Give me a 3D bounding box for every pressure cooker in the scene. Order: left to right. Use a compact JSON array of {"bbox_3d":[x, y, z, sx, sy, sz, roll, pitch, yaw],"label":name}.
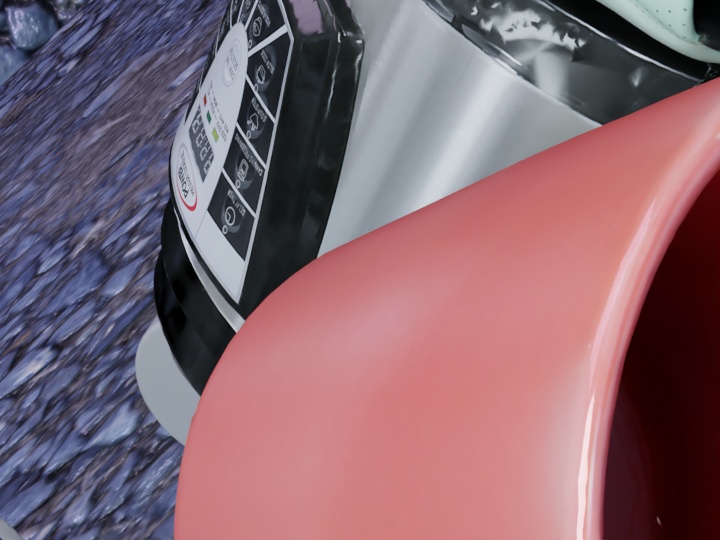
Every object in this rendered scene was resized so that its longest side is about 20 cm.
[{"bbox_3d":[0.039,-0.014,0.829,0.176,0.178,0.201,-26,-30,-54],"label":"pressure cooker"}]

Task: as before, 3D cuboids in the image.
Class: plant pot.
[{"bbox_3d":[0.065,0.056,0.635,0.177,0.201,0.201,-4,39,54],"label":"plant pot"}]

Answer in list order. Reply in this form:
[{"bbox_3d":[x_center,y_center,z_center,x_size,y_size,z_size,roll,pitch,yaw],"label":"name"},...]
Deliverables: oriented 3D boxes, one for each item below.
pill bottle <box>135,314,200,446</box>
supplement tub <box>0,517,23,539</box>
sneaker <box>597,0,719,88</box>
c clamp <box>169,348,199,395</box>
[{"bbox_3d":[-0.017,-0.009,1.278,0.111,0.111,0.200,-29,19,42],"label":"pill bottle"},{"bbox_3d":[-0.200,0.183,1.146,0.145,0.145,0.200,-37,15,21],"label":"supplement tub"},{"bbox_3d":[0.105,-0.097,0.726,0.200,0.118,0.074,-23,-44,-42],"label":"sneaker"},{"bbox_3d":[0.000,0.000,1.073,0.201,0.027,0.171,-58,41,7],"label":"c clamp"}]
